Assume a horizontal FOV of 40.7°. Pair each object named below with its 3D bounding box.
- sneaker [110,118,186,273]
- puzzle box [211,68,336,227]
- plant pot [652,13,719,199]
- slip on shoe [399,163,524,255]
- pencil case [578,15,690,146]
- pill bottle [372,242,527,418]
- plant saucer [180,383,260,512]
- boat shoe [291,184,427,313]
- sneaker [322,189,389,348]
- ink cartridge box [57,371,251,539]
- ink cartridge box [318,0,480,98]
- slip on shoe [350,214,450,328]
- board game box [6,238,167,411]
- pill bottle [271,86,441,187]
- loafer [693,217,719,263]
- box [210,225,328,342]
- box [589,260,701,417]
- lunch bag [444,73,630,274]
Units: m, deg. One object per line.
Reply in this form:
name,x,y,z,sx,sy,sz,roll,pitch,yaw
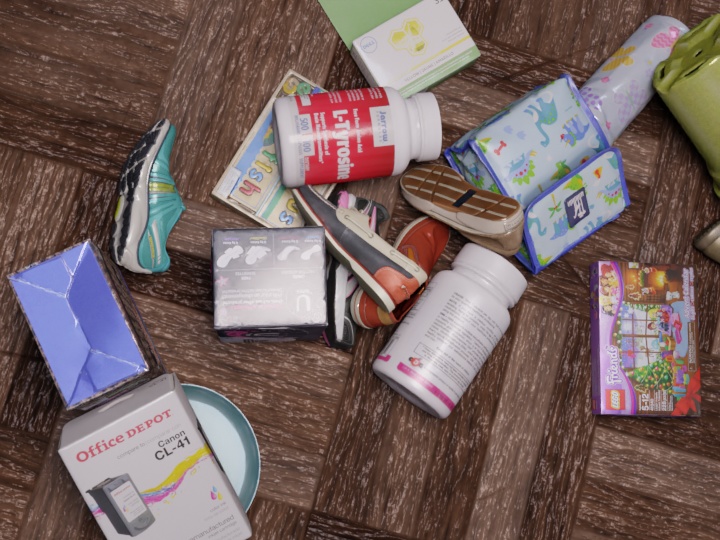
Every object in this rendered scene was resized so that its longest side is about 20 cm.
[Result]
sneaker,-0.261,-0.092,1.223,0.079,0.077,0.201,17,73,-34
puzzle box,-0.087,-0.145,1.263,0.133,0.025,0.201,30,79,-2
plant pot,0.478,-0.217,1.228,0.184,0.200,0.201,40,79,-16
slip on shoe,0.127,-0.077,1.222,0.076,0.200,0.061,-40,132,-25
pencil case,0.361,-0.251,1.302,0.200,0.083,0.091,-44,125,-11
pill bottle,0.115,0.073,1.209,0.113,0.113,0.200,36,80,0
plant saucer,-0.223,0.240,1.190,0.199,0.027,0.201,1,82,-7
boat shoe,-0.006,-0.037,1.149,0.063,0.071,0.200,-40,66,-8
sneaker,0.000,0.000,1.228,0.086,0.080,0.201,6,86,-16
ink cartridge box,-0.233,0.242,1.106,0.147,0.086,0.201,-27,105,-8
ink cartridge box,0.047,-0.331,1.296,0.145,0.048,0.200,-31,89,-9
slip on shoe,0.064,0.001,1.211,0.200,0.061,0.074,-49,128,-37
board game box,-0.307,0.069,1.117,0.097,0.200,0.160,-25,86,-9
pill bottle,-0.005,-0.168,1.206,0.199,0.112,0.113,-8,82,-8
loafer,0.541,-0.073,1.303,0.200,0.076,0.068,-36,88,0
box,-0.109,0.024,1.146,0.131,0.200,0.115,-2,81,-6
box,0.373,0.090,1.273,0.136,0.039,0.201,2,81,-6
lunch bag,0.237,-0.121,1.253,0.170,0.127,0.200,-34,99,-12
